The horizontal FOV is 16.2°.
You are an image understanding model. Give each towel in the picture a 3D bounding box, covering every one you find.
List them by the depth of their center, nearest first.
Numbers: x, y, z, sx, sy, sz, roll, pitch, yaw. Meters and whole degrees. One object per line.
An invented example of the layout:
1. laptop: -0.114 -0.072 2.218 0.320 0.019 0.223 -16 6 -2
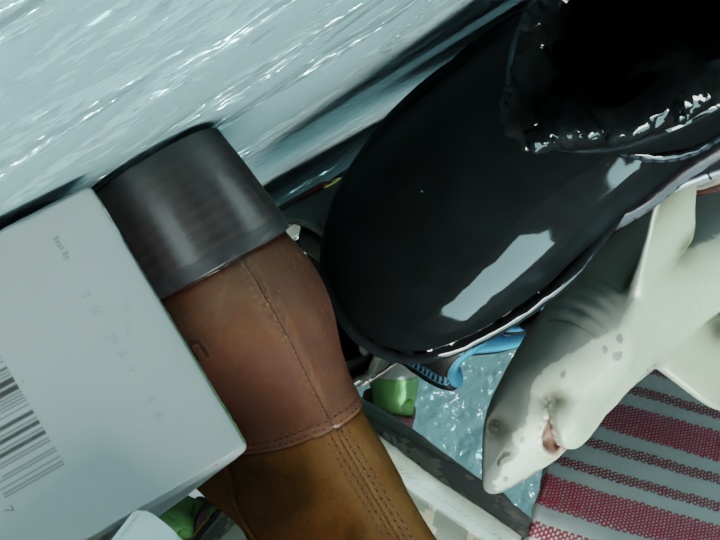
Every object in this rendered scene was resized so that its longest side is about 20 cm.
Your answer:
1. towel: 0.141 0.063 0.925 0.200 0.146 0.030 -70 174 -56

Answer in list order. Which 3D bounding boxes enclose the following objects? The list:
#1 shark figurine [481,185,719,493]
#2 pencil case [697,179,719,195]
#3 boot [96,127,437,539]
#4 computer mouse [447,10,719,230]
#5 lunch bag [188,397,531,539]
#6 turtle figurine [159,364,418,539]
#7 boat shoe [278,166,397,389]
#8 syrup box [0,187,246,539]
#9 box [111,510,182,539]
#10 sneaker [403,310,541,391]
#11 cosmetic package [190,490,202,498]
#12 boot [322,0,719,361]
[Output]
1. shark figurine: 0.126 -0.006 0.890 0.214 0.089 0.128 -10 121 -33
2. pencil case: 0.123 -0.065 0.933 0.089 0.078 0.200 -19 174 -7
3. boot: -0.017 0.073 0.717 0.068 0.200 0.188 -29 175 -27
4. computer mouse: 0.127 -0.045 0.783 0.200 0.141 0.046 -32 178 5
5. lunch bag: -0.013 0.137 0.924 0.164 0.118 0.200 -51 144 1
6. turtle figurine: -0.049 0.051 1.087 0.144 0.200 0.194 -60 -162 5
7. boat shoe: 0.001 0.002 0.841 0.201 0.074 0.063 -28 -166 2
8. syrup box: -0.111 0.056 0.691 0.081 0.079 0.200 -29 175 -28
9. box: -0.060 0.163 0.646 0.101 0.112 0.200 -51 174 -31
10. sneaker: 0.054 -0.003 1.023 0.200 0.082 0.073 -29 150 -51
11. cosmetic package: -0.090 0.158 1.307 0.166 0.168 0.200 -27 177 22
12. boot: 0.061 -0.046 0.673 0.198 0.073 0.162 -39 178 7
